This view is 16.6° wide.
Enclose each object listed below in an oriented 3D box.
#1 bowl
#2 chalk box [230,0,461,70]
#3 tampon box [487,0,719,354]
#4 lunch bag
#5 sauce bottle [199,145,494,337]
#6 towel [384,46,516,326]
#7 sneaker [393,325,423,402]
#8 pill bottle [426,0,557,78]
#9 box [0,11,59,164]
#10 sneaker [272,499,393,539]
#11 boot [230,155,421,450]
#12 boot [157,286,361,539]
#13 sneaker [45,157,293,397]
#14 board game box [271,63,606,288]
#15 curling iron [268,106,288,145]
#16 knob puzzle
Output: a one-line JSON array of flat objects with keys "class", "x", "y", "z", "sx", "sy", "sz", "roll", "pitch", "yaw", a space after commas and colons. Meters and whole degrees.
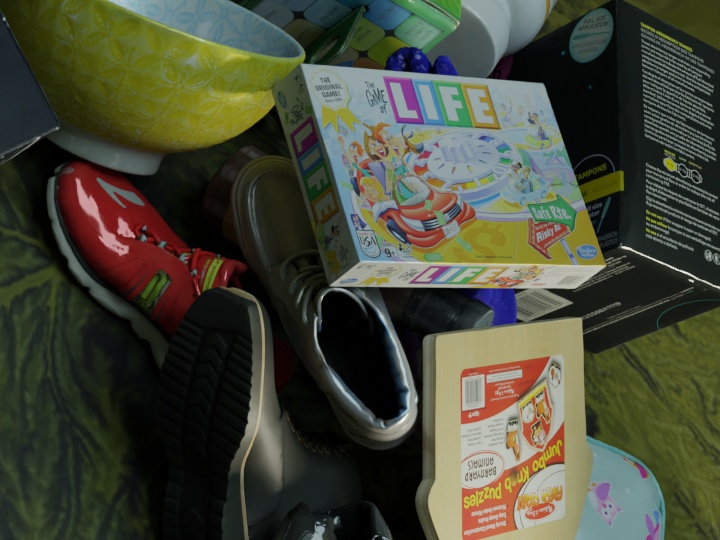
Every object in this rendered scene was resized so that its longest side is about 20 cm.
[{"class": "bowl", "x": -0.145, "y": -0.124, "z": 1.534, "sx": 0.200, "sy": 0.200, "sz": 0.108, "roll": 11, "pitch": 107, "yaw": -38}, {"class": "chalk box", "x": -0.012, "y": -0.202, "z": 1.675, "sx": 0.124, "sy": 0.125, "sz": 0.200, "roll": 28, "pitch": 48, "yaw": -28}, {"class": "tampon box", "x": 0.176, "y": -0.066, "z": 1.779, "sx": 0.126, "sy": 0.150, "sz": 0.200, "roll": 22, "pitch": 58, "yaw": -36}, {"class": "lunch bag", "x": 0.127, "y": 0.205, "z": 1.664, "sx": 0.160, "sy": 0.077, "sz": 0.200, "roll": 29, "pitch": 54, "yaw": -30}, {"class": "sauce bottle", "x": -0.007, "y": -0.008, "z": 1.583, "sx": 0.200, "sy": 0.065, "sz": 0.065, "roll": 31, "pitch": 45, "yaw": 14}, {"class": "towel", "x": 0.067, "y": -0.046, "z": 1.653, "sx": 0.200, "sy": 0.050, "sz": 0.148, "roll": 63, "pitch": 13, "yaw": -60}, {"class": "sneaker", "x": 0.000, "y": 0.000, "z": 1.650, "sx": 0.088, "sy": 0.081, "sz": 0.200, "roll": -7, "pitch": 60, "yaw": -8}, {"class": "pill bottle", "x": 0.096, "y": -0.227, "z": 1.808, "sx": 0.113, "sy": 0.113, "sz": 0.200, "roll": 45, "pitch": 48, "yaw": -17}, {"class": "box", "x": -0.307, "y": -0.064, "z": 1.314, "sx": 0.200, "sy": 0.197, "sz": 0.124, "roll": -31, "pitch": 93, "yaw": -44}, {"class": "sneaker", "x": 0.003, "y": 0.190, "z": 1.523, "sx": 0.200, "sy": 0.066, "sz": 0.091, "roll": 27, "pitch": 83, "yaw": -55}, {"class": "boot", "x": -0.018, "y": 0.012, "z": 1.494, "sx": 0.074, "sy": 0.096, "sz": 0.200, "roll": -29, "pitch": 82, "yaw": -7}, {"class": "boot", "x": -0.052, "y": 0.095, "z": 1.514, "sx": 0.138, "sy": 0.077, "sz": 0.200, "roll": -16, "pitch": 123, "yaw": -44}, {"class": "sneaker", "x": -0.112, "y": 0.002, "z": 1.537, "sx": 0.200, "sy": 0.085, "sz": 0.077, "roll": 50, "pitch": 46, "yaw": -13}, {"class": "board game box", "x": 0.050, "y": -0.056, "z": 1.516, "sx": 0.200, "sy": 0.034, "sz": 0.135, "roll": 0, "pitch": 63, "yaw": -39}, {"class": "curling iron", "x": -0.027, "y": -0.081, "z": 1.610, "sx": 0.050, "sy": 0.026, "sz": 0.200, "roll": 25, "pitch": 15, "yaw": -32}, {"class": "knob puzzle", "x": 0.086, "y": 0.134, "z": 1.567, "sx": 0.220, "sy": 0.030, "sz": 0.220, "roll": -3, "pitch": 93, "yaw": -55}]
